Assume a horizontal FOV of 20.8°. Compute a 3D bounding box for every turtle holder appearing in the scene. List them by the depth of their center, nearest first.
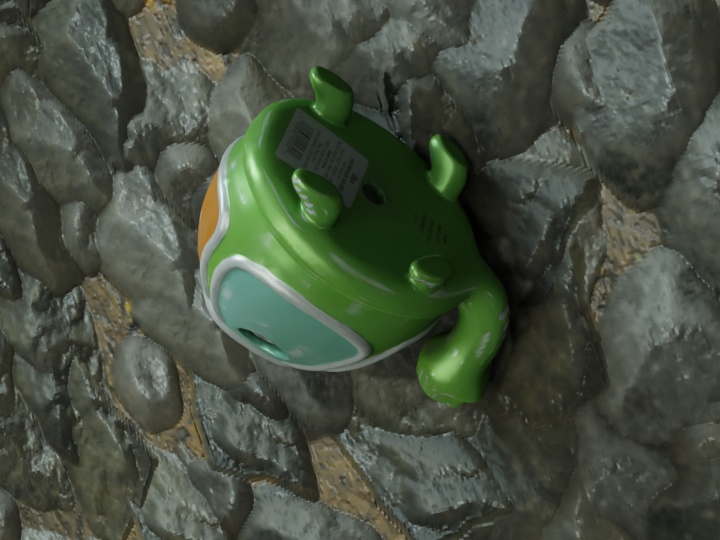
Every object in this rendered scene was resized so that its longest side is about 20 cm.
[{"bbox_3d":[-0.005,-0.009,1.089,0.132,0.185,0.141,-46,43,34],"label":"turtle holder"}]
